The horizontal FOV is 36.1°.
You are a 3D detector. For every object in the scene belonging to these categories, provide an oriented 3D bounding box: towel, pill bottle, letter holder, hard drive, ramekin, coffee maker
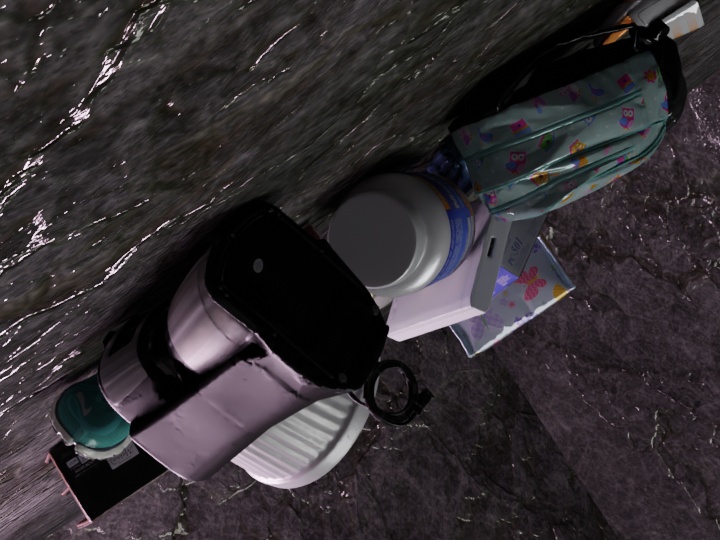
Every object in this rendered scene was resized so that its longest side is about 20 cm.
[{"bbox_3d":[0.167,-0.151,1.153,0.199,0.049,0.112,-33,174,-12],"label":"towel"},{"bbox_3d":[0.038,-0.035,1.031,0.112,0.113,0.200,-35,175,16],"label":"pill bottle"},{"bbox_3d":[-0.297,0.232,1.427,0.199,0.101,0.142,-32,176,-26],"label":"letter holder"},{"bbox_3d":[0.094,-0.003,1.182,0.200,0.026,0.134,-26,-136,64],"label":"hard drive"},{"bbox_3d":[-0.086,0.103,1.092,0.199,0.202,0.104,-37,132,28],"label":"ramekin"},{"bbox_3d":[-0.085,0.080,0.839,0.134,0.193,0.200,-28,172,-46],"label":"coffee maker"}]

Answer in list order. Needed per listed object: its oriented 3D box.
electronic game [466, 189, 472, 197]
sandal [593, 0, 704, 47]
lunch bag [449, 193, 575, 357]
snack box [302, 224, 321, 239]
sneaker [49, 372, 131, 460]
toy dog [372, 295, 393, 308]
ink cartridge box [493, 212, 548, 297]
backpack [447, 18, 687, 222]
[{"bbox_3d":[0.103,-0.091,1.294,0.199,0.042,0.200,-35,179,-1],"label":"electronic game"},{"bbox_3d":[0.306,-0.256,1.011,0.206,0.060,0.079,-36,174,24],"label":"sandal"},{"bbox_3d":[0.155,-0.020,1.429,0.169,0.201,0.127,-35,-177,5],"label":"lunch bag"},{"bbox_3d":[-0.125,0.022,0.999,0.199,0.024,0.072,-32,174,-30],"label":"snack box"},{"bbox_3d":[-0.212,0.103,1.015,0.080,0.077,0.200,-50,177,27],"label":"sneaker"},{"bbox_3d":[0.000,0.000,1.221,0.131,0.098,0.199,-14,169,-37],"label":"toy dog"},{"bbox_3d":[0.171,-0.062,1.222,0.201,0.044,0.094,-62,-172,-31],"label":"ink cartridge box"},{"bbox_3d":[0.182,-0.129,0.996,0.198,0.128,0.167,-26,179,-24],"label":"backpack"}]
